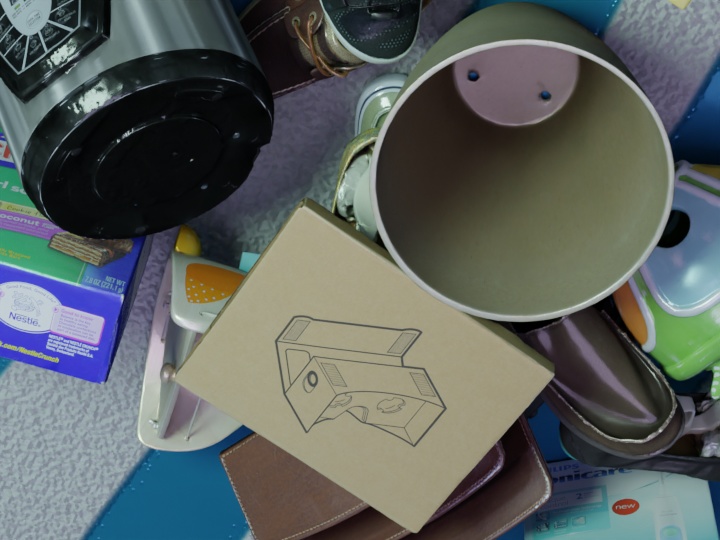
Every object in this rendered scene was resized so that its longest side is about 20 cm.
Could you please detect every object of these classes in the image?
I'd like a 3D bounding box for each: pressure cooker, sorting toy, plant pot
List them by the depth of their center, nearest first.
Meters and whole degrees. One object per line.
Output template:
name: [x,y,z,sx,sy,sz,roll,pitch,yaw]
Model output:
pressure cooker: [-0.166,-0.143,1.178,0.174,0.201,0.179,-9,148,-26]
plant pot: [0.104,-0.098,1.180,0.185,0.201,0.189,2,118,4]
sorting toy: [-0.061,0.052,1.315,0.178,0.108,0.200,9,149,-11]

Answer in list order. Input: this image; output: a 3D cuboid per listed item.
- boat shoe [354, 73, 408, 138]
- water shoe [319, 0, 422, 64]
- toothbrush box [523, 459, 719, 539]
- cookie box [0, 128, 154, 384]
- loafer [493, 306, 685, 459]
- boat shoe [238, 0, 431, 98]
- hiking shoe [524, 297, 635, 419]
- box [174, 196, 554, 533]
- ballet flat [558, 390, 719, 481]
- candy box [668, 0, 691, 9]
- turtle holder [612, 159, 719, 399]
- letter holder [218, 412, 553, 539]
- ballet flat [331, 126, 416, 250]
boat shoe: [0.043,-0.041,1.291,0.071,0.062,0.202,-12,116,10]
water shoe: [0.006,-0.215,1.115,0.071,0.079,0.202,-10,117,-7]
toothbrush box: [0.199,0.224,1.343,0.145,0.200,0.086,-9,116,10]
cookie box: [-0.233,-0.022,1.242,0.169,0.201,0.076,16,117,-6]
loafer: [0.142,0.052,1.251,0.200,0.071,0.073,42,81,16]
boat shoe: [-0.018,-0.168,1.223,0.199,0.072,0.072,-27,113,16]
hiking shoe: [0.102,0.065,1.348,0.199,0.076,0.101,-32,98,13]
box: [0.001,0.067,1.181,0.199,0.021,0.164,33,117,-10]
ballet flat: [0.242,0.118,1.323,0.198,0.069,0.068,2,151,-24]
candy box: [0.135,-0.256,1.142,0.199,0.117,0.057,28,117,-12]
turtle holder: [0.255,-0.015,1.250,0.132,0.141,0.185,46,122,0]
letter holder: [0.020,0.150,1.298,0.199,0.100,0.143,-33,74,31]
ballet flat: [0.000,0.000,1.210,0.070,0.071,0.202,10,84,-2]
